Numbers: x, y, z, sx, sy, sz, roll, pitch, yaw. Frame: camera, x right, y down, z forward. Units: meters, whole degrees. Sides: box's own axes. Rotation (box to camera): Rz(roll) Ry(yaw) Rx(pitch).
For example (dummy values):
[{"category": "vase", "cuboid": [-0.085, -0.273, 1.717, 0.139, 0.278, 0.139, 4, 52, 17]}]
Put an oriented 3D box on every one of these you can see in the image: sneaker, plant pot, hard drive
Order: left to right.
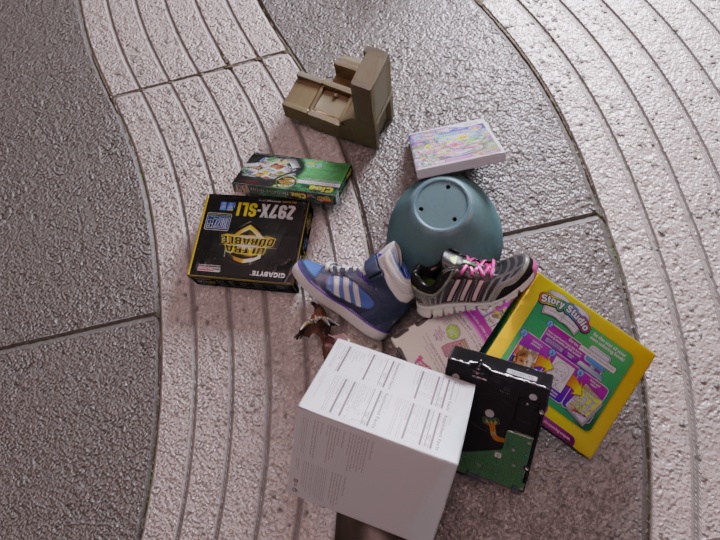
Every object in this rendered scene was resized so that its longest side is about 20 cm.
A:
[{"category": "sneaker", "cuboid": [0.000, 0.000, 0.984, 0.199, 0.080, 0.148, 36, 105, 12]}, {"category": "plant pot", "cuboid": [0.133, -0.076, 0.985, 0.196, 0.135, 0.204, -4, 68, 9]}, {"category": "sneaker", "cuboid": [0.156, 0.007, 0.891, 0.197, 0.088, 0.074, -17, 28, 31]}, {"category": "hard drive", "cuboid": [0.178, 0.209, 0.843, 0.137, 0.203, 0.038, 14, 32, 20]}]

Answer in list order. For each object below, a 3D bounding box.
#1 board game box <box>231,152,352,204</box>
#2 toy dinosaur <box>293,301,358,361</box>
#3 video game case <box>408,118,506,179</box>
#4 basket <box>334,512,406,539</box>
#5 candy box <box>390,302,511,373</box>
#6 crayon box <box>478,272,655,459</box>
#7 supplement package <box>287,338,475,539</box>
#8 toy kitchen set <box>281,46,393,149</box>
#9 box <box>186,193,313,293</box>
[{"category": "board game box", "cuboid": [-0.122, -0.169, 1.104, 0.196, 0.024, 0.105, 9, 42, 14]}, {"category": "toy dinosaur", "cuboid": [-0.034, 0.122, 0.933, 0.085, 0.199, 0.138, -27, 105, -28]}, {"category": "video game case", "cuboid": [0.156, -0.209, 1.029, 0.140, 0.018, 0.201, -11, 27, 6]}, {"category": "basket", "cuboid": [0.033, 0.412, 0.820, 0.177, 0.137, 0.203, -3, 64, -6]}, {"category": "candy box", "cuboid": [0.164, 0.119, 0.943, 0.198, 0.061, 0.138, -29, 69, -2]}, {"category": "crayon box", "cuboid": [0.281, 0.132, 0.867, 0.199, 0.058, 0.174, 35, 85, 4]}, {"category": "supplement package", "cuboid": [0.028, 0.218, 0.793, 0.197, 0.154, 0.151, 17, 31, 11]}, {"category": "toy kitchen set", "cuboid": [-0.031, -0.361, 1.099, 0.197, 0.181, 0.165, 22, 73, 13]}, {"category": "box", "cuboid": [-0.192, -0.050, 1.081, 0.196, 0.049, 0.163, 5, 68, 12]}]
